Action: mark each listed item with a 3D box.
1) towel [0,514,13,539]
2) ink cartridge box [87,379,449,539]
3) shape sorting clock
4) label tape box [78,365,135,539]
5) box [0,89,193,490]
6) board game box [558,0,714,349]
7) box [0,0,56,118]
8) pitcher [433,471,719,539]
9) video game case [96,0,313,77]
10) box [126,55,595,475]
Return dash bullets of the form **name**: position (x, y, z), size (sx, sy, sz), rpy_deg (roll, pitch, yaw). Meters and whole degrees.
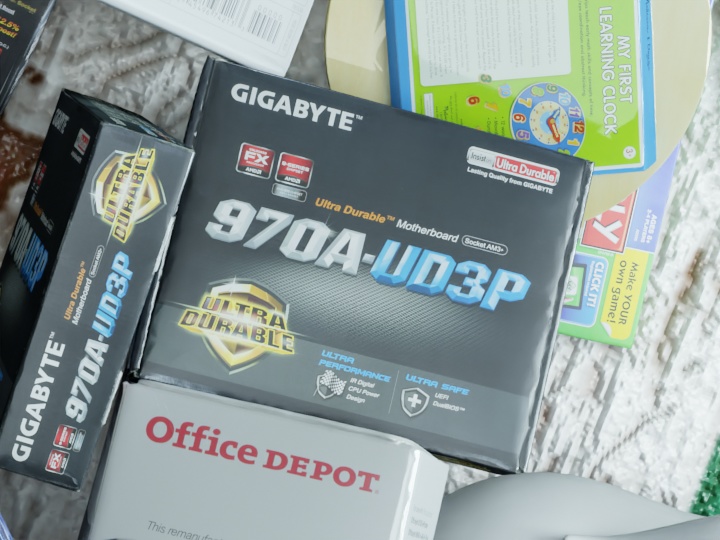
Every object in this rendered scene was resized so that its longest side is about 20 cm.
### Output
- **towel**: position (-0.216, 0.129, 1.114), size (0.024, 0.200, 0.146), rpy_deg (-29, 99, -30)
- **ink cartridge box**: position (-0.054, 0.165, 1.056), size (0.144, 0.084, 0.202), rpy_deg (12, 83, 15)
- **shape sorting clock**: position (0.080, -0.116, 1.163), size (0.198, 0.039, 0.202), rpy_deg (-1, 105, -3)
- **label tape box**: position (-0.057, 0.094, 1.170), size (0.142, 0.066, 0.201), rpy_deg (15, 103, -7)
- **box**: position (-0.138, 0.002, 1.093), size (0.046, 0.200, 0.160), rpy_deg (18, 95, -15)
- **board game box**: position (0.099, -0.071, 1.205), size (0.133, 0.029, 0.202), rpy_deg (12, 95, -6)
- **box**: position (-0.250, -0.145, 1.109), size (0.199, 0.050, 0.158), rpy_deg (27, 126, -8)
- **pitcher**: position (0.128, 0.154, 1.166), size (0.198, 0.172, 0.122), rpy_deg (0, 62, -7)
- **video game case**: position (-0.081, -0.207, 1.069), size (0.199, 0.023, 0.183), rpy_deg (21, 90, -39)
- **box**: position (0.000, 0.000, 1.120), size (0.198, 0.046, 0.160), rpy_deg (15, 82, -7)
